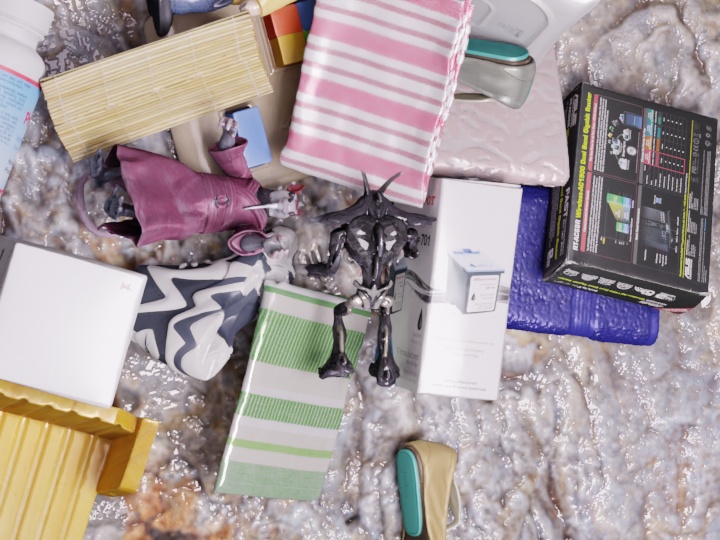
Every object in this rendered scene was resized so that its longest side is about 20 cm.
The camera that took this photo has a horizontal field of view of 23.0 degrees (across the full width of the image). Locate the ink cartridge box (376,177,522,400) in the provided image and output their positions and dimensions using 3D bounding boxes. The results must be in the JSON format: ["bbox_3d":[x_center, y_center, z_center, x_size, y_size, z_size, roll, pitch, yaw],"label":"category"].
[{"bbox_3d":[0.081,0.014,1.677,0.086,0.146,0.200,5,91,-16],"label":"ink cartridge box"}]

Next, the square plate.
[{"bbox_3d":[0.095,-0.252,1.601,0.198,0.200,0.028,30,72,-6],"label":"square plate"}]

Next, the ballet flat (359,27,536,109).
[{"bbox_3d":[0.063,-0.194,1.634,0.200,0.067,0.064,19,121,17],"label":"ballet flat"}]

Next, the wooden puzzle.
[{"bbox_3d":[-0.085,-0.173,1.671,0.200,0.046,0.186,-17,97,-15],"label":"wooden puzzle"}]

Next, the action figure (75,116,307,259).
[{"bbox_3d":[-0.142,-0.054,1.611,0.200,0.149,0.134,3,68,-28],"label":"action figure"}]

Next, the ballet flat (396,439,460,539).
[{"bbox_3d":[0.071,0.265,1.731,0.063,0.069,0.200,-1,94,-30],"label":"ballet flat"}]

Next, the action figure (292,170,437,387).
[{"bbox_3d":[0.000,0.000,1.611,0.119,0.102,0.200,-1,106,-21],"label":"action figure"}]

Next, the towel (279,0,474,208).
[{"bbox_3d":[0.012,-0.169,1.599,0.146,0.030,0.200,17,102,16],"label":"towel"}]

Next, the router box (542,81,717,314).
[{"bbox_3d":[0.264,-0.069,1.731,0.150,0.062,0.200,14,66,-13],"label":"router box"}]

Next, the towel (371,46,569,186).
[{"bbox_3d":[0.097,-0.173,1.696,0.200,0.032,0.191,4,66,-17],"label":"towel"}]

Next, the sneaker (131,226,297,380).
[{"bbox_3d":[-0.152,0.013,1.646,0.129,0.080,0.199,18,50,22],"label":"sneaker"}]

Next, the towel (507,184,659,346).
[{"bbox_3d":[0.205,-0.006,1.767,0.200,0.050,0.148,6,84,-16],"label":"towel"}]

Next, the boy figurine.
[{"bbox_3d":[-0.099,-0.272,1.632,0.200,0.124,0.064,-12,133,-16],"label":"boy figurine"}]

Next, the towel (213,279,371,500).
[{"bbox_3d":[-0.064,0.115,1.667,0.152,0.023,0.200,16,89,-51],"label":"towel"}]

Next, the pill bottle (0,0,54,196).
[{"bbox_3d":[-0.344,-0.149,1.564,0.109,0.109,0.200,22,87,-16],"label":"pill bottle"}]

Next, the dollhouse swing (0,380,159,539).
[{"bbox_3d":[-0.311,0.197,1.570,0.200,0.182,0.176,17,76,-17],"label":"dollhouse swing"}]

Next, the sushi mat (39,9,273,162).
[{"bbox_3d":[-0.182,-0.166,1.595,0.200,0.012,0.096,-20,136,-6],"label":"sushi mat"}]

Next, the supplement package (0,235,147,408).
[{"bbox_3d":[-0.270,0.040,1.547,0.117,0.200,0.117,17,87,-16],"label":"supplement package"}]
